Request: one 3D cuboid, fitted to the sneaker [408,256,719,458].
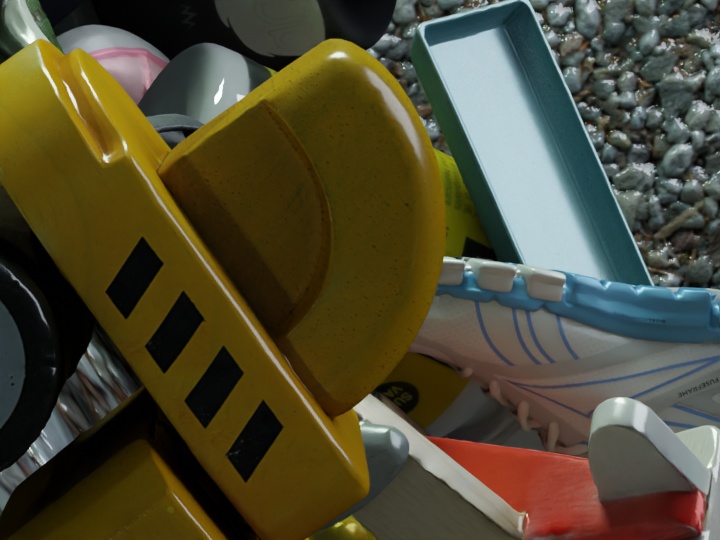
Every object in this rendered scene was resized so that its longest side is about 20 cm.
[{"bbox_3d":[0.077,0.042,0.934,0.075,0.200,0.087,63,34,-89],"label":"sneaker"}]

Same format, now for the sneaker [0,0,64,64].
[{"bbox_3d":[-0.132,-0.065,0.915,0.089,0.077,0.200,69,-5,-61],"label":"sneaker"}]

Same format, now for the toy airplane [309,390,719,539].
[{"bbox_3d":[0.037,0.106,0.850,0.200,0.141,0.199,27,-22,9],"label":"toy airplane"}]

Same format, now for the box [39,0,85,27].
[{"bbox_3d":[-0.130,-0.200,1.035,0.107,0.200,0.148,52,2,30],"label":"box"}]

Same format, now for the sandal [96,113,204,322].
[{"bbox_3d":[-0.057,-0.022,0.818,0.200,0.043,0.076,4,62,-41],"label":"sandal"}]

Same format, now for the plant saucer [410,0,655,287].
[{"bbox_3d":[0.078,-0.007,1.003,0.070,0.019,0.200,-20,86,-46],"label":"plant saucer"}]

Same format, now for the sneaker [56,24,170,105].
[{"bbox_3d":[-0.077,-0.022,1.105,0.105,0.075,0.200,50,-4,30],"label":"sneaker"}]

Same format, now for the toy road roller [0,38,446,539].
[{"bbox_3d":[-0.026,0.033,0.614,0.200,0.146,0.123,54,3,-7],"label":"toy road roller"}]

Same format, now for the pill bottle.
[{"bbox_3d":[0.000,0.000,1.029,0.200,0.114,0.114,24,15,-22],"label":"pill bottle"}]

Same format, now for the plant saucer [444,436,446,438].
[{"bbox_3d":[-0.019,0.032,1.204,0.200,0.029,0.200,53,-25,38],"label":"plant saucer"}]

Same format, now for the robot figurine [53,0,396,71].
[{"bbox_3d":[-0.059,-0.146,1.146,0.125,0.200,0.151,44,41,-55],"label":"robot figurine"}]
